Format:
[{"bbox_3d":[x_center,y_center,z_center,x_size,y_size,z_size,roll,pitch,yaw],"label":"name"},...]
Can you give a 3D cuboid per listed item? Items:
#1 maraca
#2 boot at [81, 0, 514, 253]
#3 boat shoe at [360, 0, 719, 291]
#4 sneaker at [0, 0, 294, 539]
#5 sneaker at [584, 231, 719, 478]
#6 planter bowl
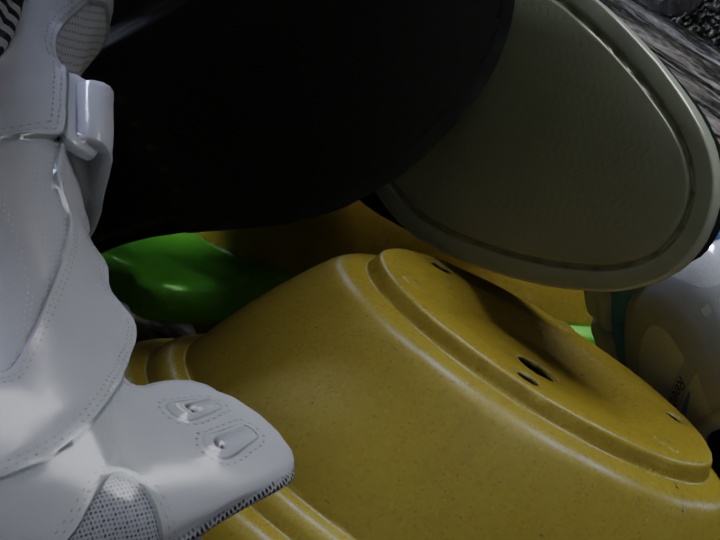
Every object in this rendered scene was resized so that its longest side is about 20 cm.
[{"bbox_3d":[0.000,0.000,0.819,0.199,0.108,0.137,5,11,-19],"label":"maraca"},{"bbox_3d":[-0.079,-0.065,0.726,0.174,0.199,0.069,55,-13,53],"label":"boot"},{"bbox_3d":[0.020,-0.047,0.748,0.199,0.075,0.066,21,6,36],"label":"boat shoe"},{"bbox_3d":[-0.067,0.010,0.565,0.115,0.075,0.200,36,37,-5],"label":"sneaker"},{"bbox_3d":[0.106,0.067,0.771,0.200,0.075,0.087,66,4,-46],"label":"sneaker"},{"bbox_3d":[0.023,0.052,0.688,0.200,0.084,0.200,30,10,-6],"label":"planter bowl"}]
